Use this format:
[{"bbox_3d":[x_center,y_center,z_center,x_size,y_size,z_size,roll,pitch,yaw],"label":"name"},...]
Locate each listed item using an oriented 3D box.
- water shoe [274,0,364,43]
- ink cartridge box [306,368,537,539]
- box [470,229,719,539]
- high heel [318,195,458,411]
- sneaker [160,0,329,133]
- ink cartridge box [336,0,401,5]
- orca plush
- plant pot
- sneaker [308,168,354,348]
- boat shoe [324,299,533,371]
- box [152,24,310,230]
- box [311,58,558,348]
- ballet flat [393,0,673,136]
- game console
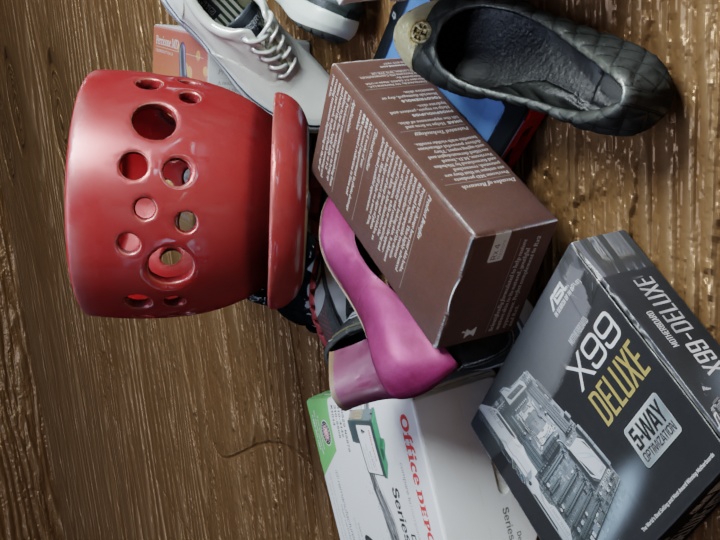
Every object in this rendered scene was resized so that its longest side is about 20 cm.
[{"bbox_3d":[-0.048,-0.268,0.857,0.200,0.071,0.079,48,117,40],"label":"water shoe"},{"bbox_3d":[0.045,0.164,0.829,0.200,0.084,0.147,-17,87,63],"label":"ink cartridge box"},{"bbox_3d":[0.157,0.100,0.630,0.158,0.049,0.201,59,148,31],"label":"box"},{"bbox_3d":[0.024,0.004,0.727,0.095,0.067,0.202,-20,57,25],"label":"high heel"},{"bbox_3d":[-0.092,-0.193,0.851,0.200,0.073,0.071,38,167,-16],"label":"sneaker"},{"bbox_3d":[0.044,-0.282,0.573,0.147,0.144,0.202,-33,73,61],"label":"ink cartridge box"},{"bbox_3d":[-0.088,0.005,1.020,0.200,0.071,0.106,51,143,40],"label":"orca plush"},{"bbox_3d":[-0.134,-0.060,0.816,0.200,0.181,0.203,-179,90,-84],"label":"plant pot"},{"bbox_3d":[0.000,0.000,0.856,0.098,0.070,0.202,29,125,57],"label":"sneaker"},{"bbox_3d":[0.045,0.055,0.759,0.199,0.066,0.070,-4,116,47],"label":"boat shoe"},{"bbox_3d":[-0.136,-0.136,0.985,0.152,0.106,0.202,27,117,55],"label":"box"},{"bbox_3d":[0.043,-0.054,0.690,0.201,0.074,0.101,58,146,38],"label":"box"},{"bbox_3d":[0.095,-0.131,0.593,0.199,0.057,0.067,25,102,38],"label":"ballet flat"},{"bbox_3d":[0.060,-0.133,0.730,0.178,0.031,0.200,62,148,25],"label":"game console"}]
